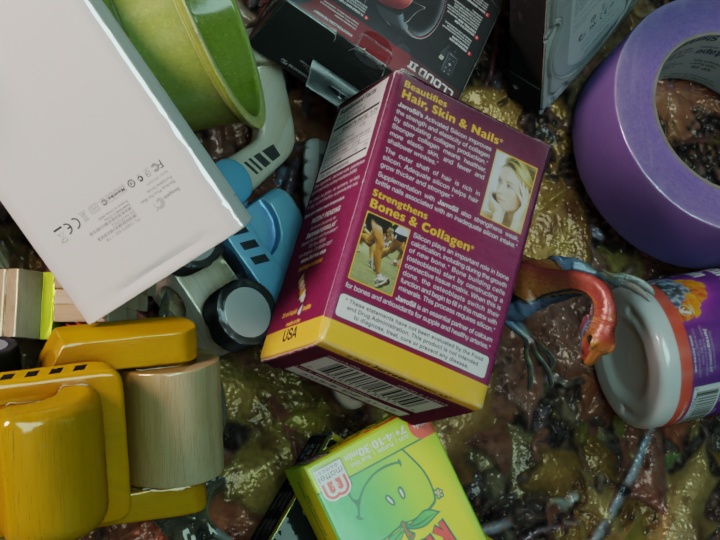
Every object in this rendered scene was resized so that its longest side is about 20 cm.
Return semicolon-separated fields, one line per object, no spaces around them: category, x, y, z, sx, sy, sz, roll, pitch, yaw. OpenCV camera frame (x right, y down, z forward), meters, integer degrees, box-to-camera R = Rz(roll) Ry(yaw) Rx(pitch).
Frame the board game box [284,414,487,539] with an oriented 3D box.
board game box;0.038;0.207;1.276;0.101;0.048;0.200;-26;92;-23

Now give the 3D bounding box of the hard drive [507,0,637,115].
hard drive;0.165;-0.222;1.355;0.038;0.200;0.140;33;69;20

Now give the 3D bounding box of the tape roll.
tape roll;0.273;-0.108;1.416;0.200;0.085;0.200;5;70;-15

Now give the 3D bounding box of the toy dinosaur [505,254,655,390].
toy dinosaur;0.108;0.021;1.305;0.200;0.181;0.105;24;76;-15

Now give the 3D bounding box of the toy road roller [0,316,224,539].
toy road roller;-0.173;0.109;1.124;0.200;0.146;0.123;-6;103;-19

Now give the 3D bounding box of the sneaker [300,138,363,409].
sneaker;0.000;0.000;1.316;0.082;0.075;0.200;-2;83;-3

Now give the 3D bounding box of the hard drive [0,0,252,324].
hard drive;-0.177;-0.080;1.135;0.132;0.026;0.200;-31;99;22

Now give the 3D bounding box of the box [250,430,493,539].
box;-0.014;0.243;1.304;0.160;0.049;0.200;36;72;-14

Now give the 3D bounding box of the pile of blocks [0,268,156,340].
pile of blocks;-0.241;0.032;1.227;0.200;0.082;0.062;2;84;4

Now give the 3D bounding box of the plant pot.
plant pot;-0.188;-0.154;1.213;0.190;0.200;0.200;-21;91;9

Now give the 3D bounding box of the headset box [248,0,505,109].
headset box;0.019;-0.198;1.335;0.149;0.075;0.200;33;58;-14

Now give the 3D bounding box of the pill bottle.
pill bottle;0.291;0.052;1.407;0.200;0.111;0.112;-10;86;-22

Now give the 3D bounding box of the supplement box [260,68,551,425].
supplement box;0.031;-0.013;1.229;0.131;0.103;0.200;24;70;-20

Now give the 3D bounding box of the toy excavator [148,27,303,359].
toy excavator;-0.089;-0.053;1.301;0.200;0.100;0.195;-38;96;-34

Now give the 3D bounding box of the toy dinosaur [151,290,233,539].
toy dinosaur;-0.133;0.109;1.256;0.102;0.077;0.200;2;97;-24
